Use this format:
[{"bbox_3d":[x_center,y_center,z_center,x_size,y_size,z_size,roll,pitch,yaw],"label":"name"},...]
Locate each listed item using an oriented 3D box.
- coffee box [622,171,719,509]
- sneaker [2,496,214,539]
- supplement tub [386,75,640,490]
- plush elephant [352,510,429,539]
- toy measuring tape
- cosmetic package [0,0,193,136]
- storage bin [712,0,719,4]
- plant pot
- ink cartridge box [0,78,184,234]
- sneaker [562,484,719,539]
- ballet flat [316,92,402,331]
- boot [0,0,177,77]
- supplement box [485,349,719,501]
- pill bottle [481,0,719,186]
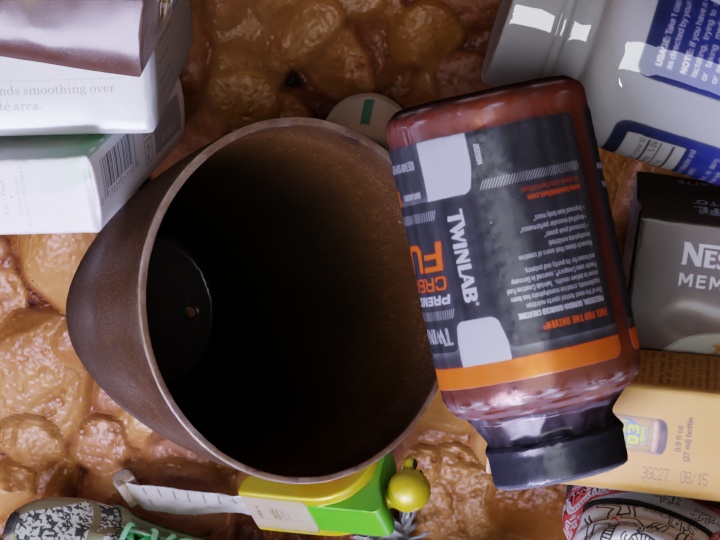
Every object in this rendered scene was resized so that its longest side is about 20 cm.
[{"bbox_3d":[0.198,0.056,1.390,0.114,0.080,0.200,6,111,3],"label":"coffee box"},{"bbox_3d":[-0.112,0.174,1.444,0.200,0.077,0.089,20,149,-10],"label":"sneaker"},{"bbox_3d":[0.082,0.007,1.242,0.107,0.107,0.200,-12,90,8],"label":"supplement tub"},{"bbox_3d":[0.045,0.244,1.429,0.164,0.155,0.200,-24,107,12],"label":"plush elephant"},{"bbox_3d":[-0.048,0.116,1.450,0.200,0.074,0.074,3,112,25],"label":"toy measuring tape"},{"bbox_3d":[-0.183,-0.187,1.285,0.167,0.166,0.200,0,111,4],"label":"cosmetic package"},{"bbox_3d":[0.235,-0.209,1.241,0.145,0.200,0.134,25,121,-5],"label":"storage bin"},{"bbox_3d":[-0.079,0.019,1.329,0.187,0.200,0.187,2,87,-30],"label":"plant pot"},{"bbox_3d":[-0.212,-0.065,1.323,0.200,0.161,0.050,1,112,13],"label":"ink cartridge box"},{"bbox_3d":[0.205,0.171,1.332,0.201,0.108,0.067,20,114,-2],"label":"sneaker"},{"bbox_3d":[0.000,0.000,1.393,0.069,0.069,0.200,2,110,4],"label":"ballet flat"},{"bbox_3d":[-0.186,-0.102,1.200,0.199,0.064,0.187,1,112,-1],"label":"boot"},{"bbox_3d":[0.171,0.083,1.324,0.199,0.069,0.067,6,109,6],"label":"supplement box"},{"bbox_3d":[0.173,-0.114,1.310,0.200,0.120,0.120,18,110,-3],"label":"pill bottle"}]
